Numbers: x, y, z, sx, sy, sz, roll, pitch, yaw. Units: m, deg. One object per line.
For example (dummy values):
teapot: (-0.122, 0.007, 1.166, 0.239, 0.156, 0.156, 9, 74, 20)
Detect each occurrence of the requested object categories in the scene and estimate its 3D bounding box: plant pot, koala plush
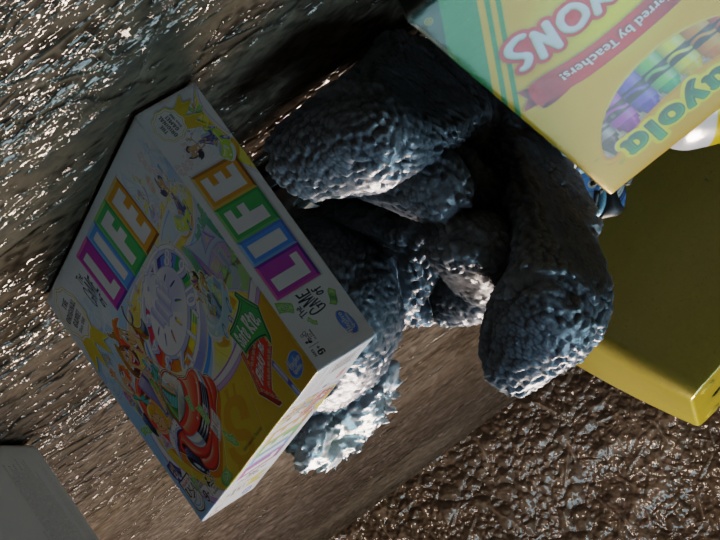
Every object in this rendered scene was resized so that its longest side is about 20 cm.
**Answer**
plant pot: (0.214, -0.005, 1.770, 0.200, 0.176, 0.200, -47, 165, -2)
koala plush: (0.000, 0.000, 1.222, 0.200, 0.177, 0.184, -43, -167, 21)

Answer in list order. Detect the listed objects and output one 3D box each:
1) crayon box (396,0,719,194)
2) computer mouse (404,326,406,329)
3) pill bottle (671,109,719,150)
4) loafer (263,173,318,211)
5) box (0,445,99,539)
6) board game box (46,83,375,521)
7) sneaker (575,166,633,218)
crayon box: (0.115, -0.115, 1.109, 0.127, 0.051, 0.200, -40, 137, 16)
computer mouse: (0.074, -0.013, 1.785, 0.110, 0.044, 0.200, -54, 164, 17)
pill bottle: (0.187, -0.122, 1.244, 0.199, 0.112, 0.111, -16, 168, -6)
loafer: (-0.004, -0.028, 1.370, 0.072, 0.063, 0.200, -40, 170, 18)
box: (-0.231, 0.171, 1.407, 0.124, 0.098, 0.200, -37, 170, 6)
board game box: (-0.073, 0.020, 1.139, 0.034, 0.135, 0.200, -31, 169, -28)
sneaker: (0.148, -0.082, 1.579, 0.078, 0.090, 0.200, -31, 168, -30)
